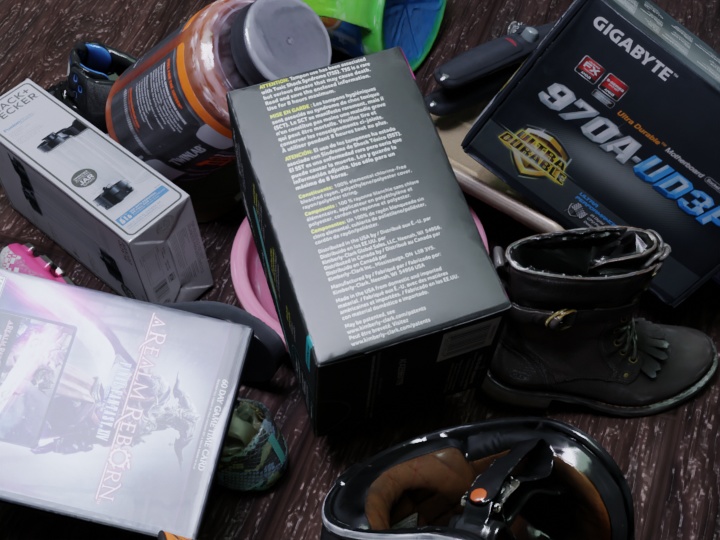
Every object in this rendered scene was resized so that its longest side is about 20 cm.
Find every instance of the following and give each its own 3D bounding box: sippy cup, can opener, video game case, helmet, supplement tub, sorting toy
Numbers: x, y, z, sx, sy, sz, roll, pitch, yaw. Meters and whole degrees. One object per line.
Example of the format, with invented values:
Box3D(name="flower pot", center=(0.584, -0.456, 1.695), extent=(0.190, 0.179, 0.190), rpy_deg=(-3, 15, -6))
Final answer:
Box3D(name="sippy cup", center=(-0.005, -0.258, 1.070), extent=(0.130, 0.178, 0.140), rpy_deg=(20, 79, 25))
Box3D(name="can opener", center=(0.122, -0.173, 0.983), extent=(0.079, 0.064, 0.200), rpy_deg=(35, 34, 29))
Box3D(name="video game case", center=(-0.180, 0.080, 0.720), extent=(0.199, 0.019, 0.143), rpy_deg=(12, 66, 2))
Box3D(name="helmet", center=(0.076, 0.199, 0.655), extent=(0.199, 0.191, 0.200), rpy_deg=(-17, 11, 3))
Box3D(name="supplement tub", center=(-0.105, -0.135, 0.860), extent=(0.107, 0.200, 0.107), rpy_deg=(9, 74, -34))
Box3D(name="sorting toy", center=(0.135, -0.088, 0.953), extent=(0.185, 0.037, 0.200), rpy_deg=(31, 35, 25))

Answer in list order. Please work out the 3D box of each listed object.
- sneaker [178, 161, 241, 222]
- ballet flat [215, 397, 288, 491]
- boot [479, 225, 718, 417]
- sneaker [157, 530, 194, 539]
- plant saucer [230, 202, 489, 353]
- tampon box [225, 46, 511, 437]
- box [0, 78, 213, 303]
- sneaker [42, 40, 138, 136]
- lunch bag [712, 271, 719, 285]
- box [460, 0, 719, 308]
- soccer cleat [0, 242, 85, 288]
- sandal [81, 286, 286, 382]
Box3D(name="sneaker", center=(-0.101, -0.139, 1.001), extent=(0.067, 0.090, 0.200), rpy_deg=(25, 56, 20))
Box3D(name="ballet flat", center=(-0.144, 0.098, 0.826), extent=(0.199, 0.074, 0.074), rpy_deg=(13, 53, 13))
Box3D(name="boot", center=(0.174, 0.032, 0.786), extent=(0.199, 0.174, 0.069), rpy_deg=(-3, 57, -10))
Box3D(name="sneaker", center=(-0.161, 0.220, 0.676), extent=(0.200, 0.090, 0.070), rpy_deg=(-36, 37, 6))
Box3D(name="plant saucer", center=(0.000, 0.000, 0.910), extent=(0.200, 0.051, 0.201), rpy_deg=(-1, 51, 1))
Box3D(name="tampon box", center=(-0.001, -0.017, 0.782), extent=(0.126, 0.150, 0.200), rpy_deg=(-16, 67, -9))
Box3D(name="box", center=(-0.213, -0.055, 0.922), extent=(0.200, 0.117, 0.060), rpy_deg=(34, 62, 27))
Box3D(name="sneaker", center=(-0.260, -0.152, 1.005), extent=(0.199, 0.112, 0.073), rpy_deg=(2, 50, 4))
Box3D(name="lunch bag", center=(0.269, -0.084, 0.905), extent=(0.200, 0.083, 0.161), rpy_deg=(33, 46, 0))
Box3D(name="box", center=(0.193, -0.086, 0.800), extent=(0.200, 0.159, 0.046), rpy_deg=(37, 43, -4))
Box3D(name="soccer cleat", center=(-0.196, 0.064, 0.775), extent=(0.086, 0.070, 0.200), rpy_deg=(-45, 68, -7))
Box3D(name="sandal", center=(-0.147, 0.057, 0.860), extent=(0.200, 0.076, 0.043), rpy_deg=(6, 50, 21))
